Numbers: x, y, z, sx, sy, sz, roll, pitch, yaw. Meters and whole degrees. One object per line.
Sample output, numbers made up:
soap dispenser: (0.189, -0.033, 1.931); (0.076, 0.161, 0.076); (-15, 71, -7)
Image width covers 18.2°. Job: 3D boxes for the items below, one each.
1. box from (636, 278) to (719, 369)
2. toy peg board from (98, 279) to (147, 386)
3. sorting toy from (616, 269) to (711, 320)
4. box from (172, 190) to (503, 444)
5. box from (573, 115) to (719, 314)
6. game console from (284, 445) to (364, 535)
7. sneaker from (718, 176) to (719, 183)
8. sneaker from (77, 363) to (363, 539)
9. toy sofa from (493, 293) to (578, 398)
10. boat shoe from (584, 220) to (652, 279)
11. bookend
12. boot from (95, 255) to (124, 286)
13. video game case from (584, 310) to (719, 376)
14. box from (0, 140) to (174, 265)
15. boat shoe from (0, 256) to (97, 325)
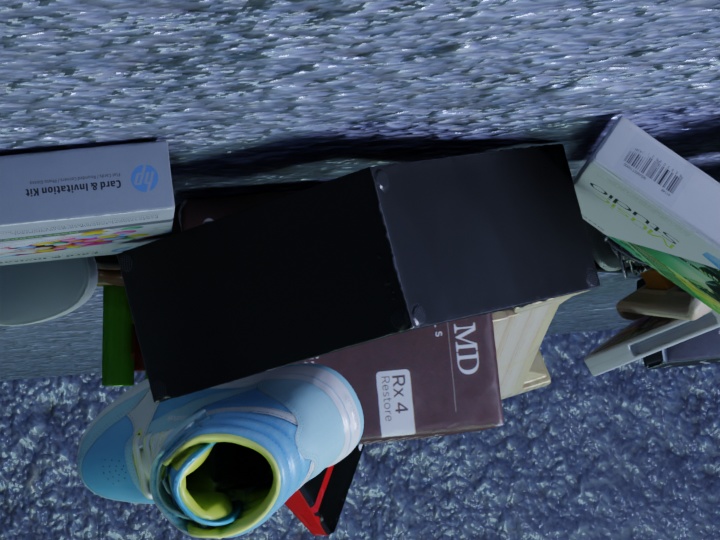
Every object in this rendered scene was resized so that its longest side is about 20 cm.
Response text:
box: (0.411, 0.046, 2.467); (0.199, 0.105, 0.148); (-5, 175, -2)
toy peg board: (-0.104, 0.044, 1.788); (0.199, 0.098, 0.199); (0, 178, 26)
sorting toy: (0.277, -0.024, 1.583); (0.185, 0.037, 0.200); (-31, -178, -8)
box: (-0.026, 0.035, 1.496); (0.199, 0.167, 0.164); (-5, 175, -11)
box: (0.195, -0.025, 1.353); (0.144, 0.036, 0.200); (35, 177, 3)
game console: (-0.016, 0.084, 1.670); (0.031, 0.201, 0.177); (16, 163, 15)
sneaker: (0.252, -0.053, 1.380); (0.085, 0.077, 0.200); (-5, 165, -15)
sneaker: (-0.109, 0.113, 1.325); (0.199, 0.080, 0.131); (-16, -169, 30)
toy sofa: (0.095, 0.026, 1.621); (0.097, 0.083, 0.200); (-17, 159, -12)
boat shoe: (0.185, -0.030, 1.535); (0.062, 0.075, 0.200); (-16, -176, -17)
bookend: (0.000, 0.000, 1.331); (0.199, 0.093, 0.198); (-17, 176, 36)
boot: (-0.118, 0.078, 1.636); (0.185, 0.201, 0.064); (4, -160, -16)
video game case: (0.266, 0.014, 1.611); (0.143, 0.018, 0.200); (-32, -178, -36)
box: (-0.185, -0.033, 1.275); (0.155, 0.041, 0.200); (-6, 176, -7)
boat shoe: (-0.253, 0.000, 1.458); (0.199, 0.071, 0.064); (1, 177, 22)
